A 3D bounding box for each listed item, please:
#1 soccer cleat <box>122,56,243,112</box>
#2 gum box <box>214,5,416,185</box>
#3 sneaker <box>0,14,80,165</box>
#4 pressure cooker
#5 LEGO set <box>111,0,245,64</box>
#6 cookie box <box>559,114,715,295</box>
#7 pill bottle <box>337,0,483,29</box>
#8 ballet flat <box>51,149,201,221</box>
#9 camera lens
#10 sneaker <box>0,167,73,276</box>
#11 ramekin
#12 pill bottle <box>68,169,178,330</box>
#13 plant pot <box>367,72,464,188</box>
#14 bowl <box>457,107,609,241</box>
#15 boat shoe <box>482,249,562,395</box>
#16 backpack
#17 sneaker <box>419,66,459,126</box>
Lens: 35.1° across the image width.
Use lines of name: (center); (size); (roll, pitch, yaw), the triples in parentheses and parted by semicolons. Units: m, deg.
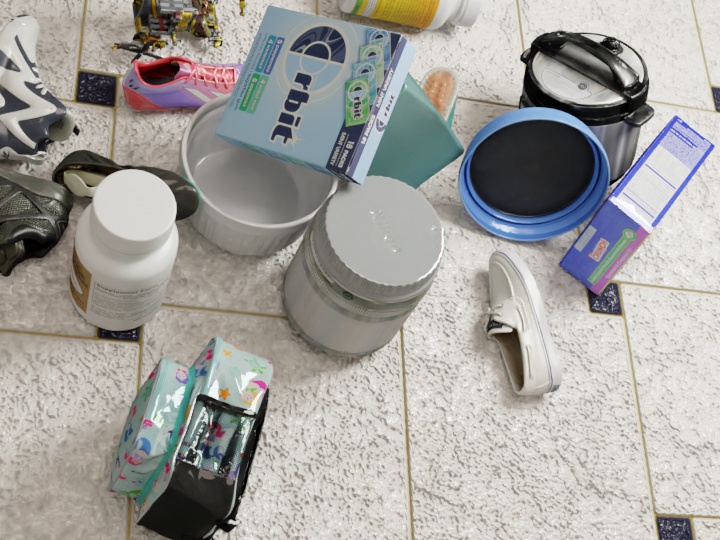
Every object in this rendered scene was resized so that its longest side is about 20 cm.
soccer cleat: (-0.213, -0.250, 1.495); (0.199, 0.077, 0.067); (-7, 65, -22)
gum box: (-0.054, -0.207, 1.323); (0.199, 0.045, 0.171); (19, 84, 32)
sneaker: (-0.402, -0.217, 1.413); (0.129, 0.080, 0.200); (19, 59, -10)
pressure cooker: (0.305, -0.233, 1.569); (0.175, 0.201, 0.179); (1, 49, 2)
LEGO set: (-0.223, -0.329, 1.474); (0.153, 0.200, 0.117); (1, 69, -33)
cookie box: (0.376, -0.088, 1.555); (0.075, 0.171, 0.200); (39, 58, 8)
pill bottle: (0.075, -0.415, 1.662); (0.199, 0.111, 0.112); (9, 60, -14)
ballet flat: (-0.287, -0.093, 1.356); (0.199, 0.068, 0.068); (15, 27, 27)
camera lens: (0.000, 0.000, 1.359); (0.159, 0.200, 0.161); (8, 60, -14)
sneaker: (-0.442, -0.064, 1.318); (0.198, 0.076, 0.115); (16, 52, -16)
ramekin: (-0.135, -0.114, 1.432); (0.199, 0.105, 0.201); (8, 61, -14)
pill bottle: (-0.266, -0.023, 1.282); (0.114, 0.200, 0.115); (8, 60, -14)
plant pot: (0.023, -0.196, 1.433); (0.141, 0.200, 0.142); (-35, 69, 2)
bowl: (0.230, -0.128, 1.515); (0.200, 0.201, 0.039); (16, 39, -10)
boat shoe: (0.195, 0.067, 1.471); (0.069, 0.071, 0.201); (-8, 72, -25)
backpack: (-0.176, 0.173, 1.223); (0.150, 0.178, 0.201); (28, 53, -8)
sneaker: (0.085, -0.177, 1.565); (0.071, 0.080, 0.201); (24, 78, 13)
